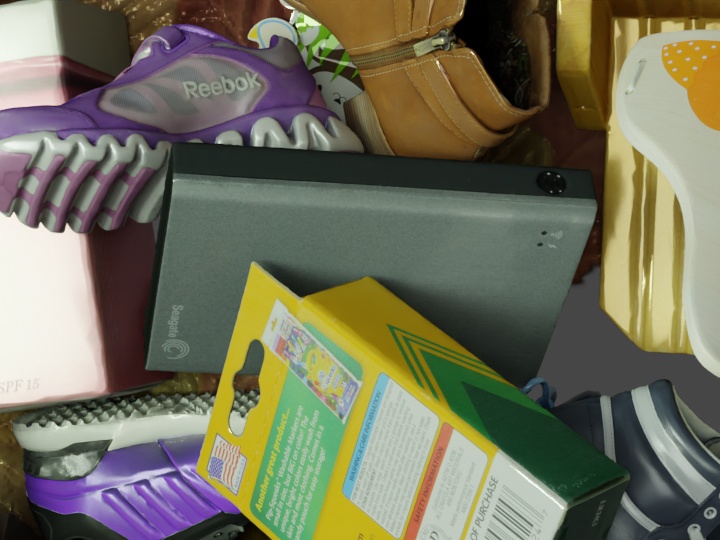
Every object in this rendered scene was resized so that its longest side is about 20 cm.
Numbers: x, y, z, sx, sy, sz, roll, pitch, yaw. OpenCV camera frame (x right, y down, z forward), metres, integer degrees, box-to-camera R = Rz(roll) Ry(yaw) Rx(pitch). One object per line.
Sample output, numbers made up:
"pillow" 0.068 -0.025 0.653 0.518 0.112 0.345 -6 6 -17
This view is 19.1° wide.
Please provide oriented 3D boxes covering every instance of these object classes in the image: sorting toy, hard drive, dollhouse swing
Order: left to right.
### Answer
"hard drive" 0.000 0.000 1.026 0.198 0.140 0.033 3 49 -10
"dollhouse swing" 0.192 -0.056 1.000 0.198 0.182 0.178 4 81 12
"sorting toy" 0.187 0.016 0.915 0.106 0.181 0.201 -16 124 33

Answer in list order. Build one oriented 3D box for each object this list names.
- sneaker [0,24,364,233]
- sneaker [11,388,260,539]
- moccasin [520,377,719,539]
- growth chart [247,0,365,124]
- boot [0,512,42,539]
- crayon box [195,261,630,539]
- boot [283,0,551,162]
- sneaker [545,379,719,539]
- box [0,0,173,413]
"sneaker" -0.097 -0.074 1.032 0.080 0.199 0.089 -40 62 52
"sneaker" -0.080 0.117 1.110 0.198 0.070 0.101 -2 97 16
"moccasin" 0.111 0.091 1.066 0.198 0.080 0.069 12 91 -2
"growth chart" 0.004 -0.087 1.108 0.143 0.018 0.202 14 92 11
"boot" -0.285 0.132 1.094 0.198 0.187 0.065 -9 45 25
"crayon box" 0.018 0.093 0.980 0.200 0.051 0.127 37 125 31
"boot" 0.016 -0.142 1.013 0.076 0.155 0.202 -15 88 -24
"sneaker" 0.143 0.148 0.999 0.108 0.070 0.202 -22 98 8
"box" -0.182 -0.029 1.103 0.127 0.109 0.202 -9 90 13
